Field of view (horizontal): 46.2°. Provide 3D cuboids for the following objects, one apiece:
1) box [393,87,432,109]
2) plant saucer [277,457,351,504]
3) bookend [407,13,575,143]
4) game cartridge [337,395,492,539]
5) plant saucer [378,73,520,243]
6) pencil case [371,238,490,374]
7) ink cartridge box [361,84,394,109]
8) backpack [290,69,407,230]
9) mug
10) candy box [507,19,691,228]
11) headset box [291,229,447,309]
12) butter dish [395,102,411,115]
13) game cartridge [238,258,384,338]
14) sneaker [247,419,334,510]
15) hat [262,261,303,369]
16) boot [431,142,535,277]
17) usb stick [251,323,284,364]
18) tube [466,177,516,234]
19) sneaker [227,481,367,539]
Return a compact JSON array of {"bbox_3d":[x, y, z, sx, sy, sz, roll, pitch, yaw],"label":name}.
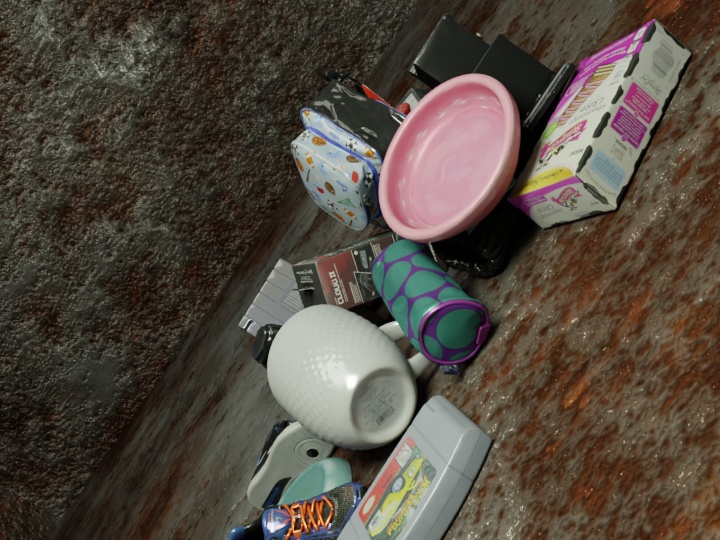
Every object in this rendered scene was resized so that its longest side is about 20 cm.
[{"bbox_3d":[0.085,-0.229,1.504,0.156,0.051,0.200,-8,-33,-51],"label":"box"},{"bbox_3d":[-0.079,0.318,1.050,0.201,0.027,0.201,-52,15,20],"label":"plant saucer"},{"bbox_3d":[0.155,-0.254,1.066,0.093,0.198,0.199,-54,-6,6],"label":"bookend"},{"bbox_3d":[0.047,0.224,0.815,0.202,0.041,0.133,-57,18,-1],"label":"game cartridge"},{"bbox_3d":[0.106,-0.121,0.957,0.199,0.050,0.204,-28,49,38],"label":"plant saucer"},{"bbox_3d":[0.077,0.033,0.971,0.087,0.091,0.200,-68,22,16],"label":"pencil case"},{"bbox_3d":[0.041,-0.156,1.282,0.050,0.199,0.163,-39,-17,-41],"label":"ink cartridge box"},{"bbox_3d":[0.006,-0.145,1.173,0.154,0.191,0.199,-44,56,-9],"label":"backpack"},{"bbox_3d":[0.007,0.119,1.002,0.198,0.150,0.175,-29,22,-19],"label":"mug"},{"bbox_3d":[0.252,-0.152,0.902,0.202,0.060,0.136,-61,14,-16],"label":"candy box"},{"bbox_3d":[0.000,0.000,1.184,0.196,0.079,0.149,-19,4,-16],"label":"headset box"},{"bbox_3d":[0.110,-0.206,1.331,0.199,0.147,0.202,-36,24,53],"label":"butter dish"},{"bbox_3d":[-0.073,0.079,1.271,0.131,0.198,0.039,-55,-24,-13],"label":"game cartridge"},{"bbox_3d":[-0.093,0.235,1.185,0.201,0.072,0.113,-50,16,29],"label":"sneaker"},{"bbox_3d":[-0.078,0.091,1.394,0.080,0.201,0.203,20,72,37],"label":"hat"},{"bbox_3d":[0.140,-0.071,1.066,0.160,0.079,0.211,-59,14,-13],"label":"boot"},{"bbox_3d":[-0.051,0.106,1.104,0.033,0.197,0.056,41,112,49],"label":"usb stick"},{"bbox_3d":[0.130,-0.122,1.007,0.078,0.050,0.201,-52,27,22],"label":"tube"},{"bbox_3d":[-0.069,0.286,0.924,0.199,0.078,0.076,-36,37,25],"label":"sneaker"}]
